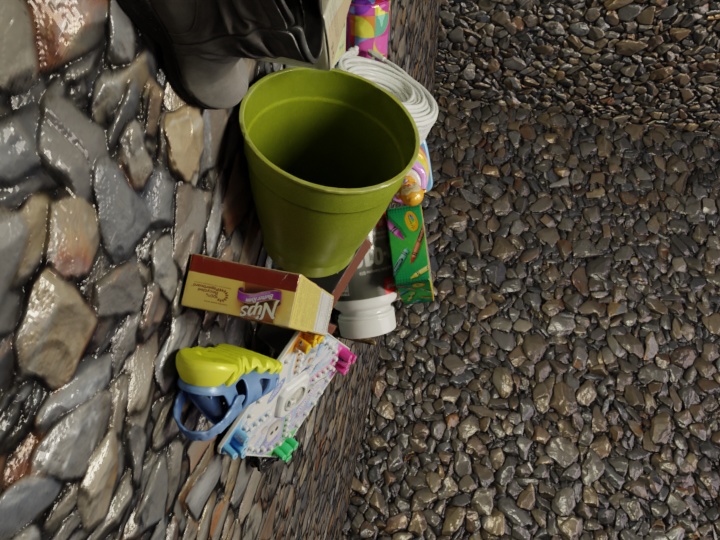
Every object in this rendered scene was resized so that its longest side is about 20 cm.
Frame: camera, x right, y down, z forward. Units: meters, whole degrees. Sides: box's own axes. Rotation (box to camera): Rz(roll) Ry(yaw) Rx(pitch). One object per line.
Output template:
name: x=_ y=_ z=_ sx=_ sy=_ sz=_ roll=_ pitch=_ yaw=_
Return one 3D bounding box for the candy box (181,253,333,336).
candy box: x=-0.104 y=0.033 z=0.651 sx=0.200 sy=0.114 sz=0.058 roll=59 pitch=43 yaw=-78

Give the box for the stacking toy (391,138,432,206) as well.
stacking toy: x=0.066 y=-0.141 z=0.900 sx=0.201 sy=0.114 sz=0.112 roll=-98 pitch=174 yaw=-67

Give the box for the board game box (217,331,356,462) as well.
board game box: x=-0.092 y=0.181 z=0.822 sx=0.202 sy=0.026 sz=0.200 roll=-56 pitch=157 yaw=-7

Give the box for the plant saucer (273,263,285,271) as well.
plant saucer: x=-0.094 y=0.022 z=0.931 sx=0.200 sy=0.049 sz=0.204 roll=10 pitch=90 yaw=-82

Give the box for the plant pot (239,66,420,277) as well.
plant pot: x=-0.050 y=-0.100 z=0.697 sx=0.194 sy=0.197 sz=0.203 roll=109 pitch=-2 yaw=-51

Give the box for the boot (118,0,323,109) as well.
boot: x=-0.089 y=-0.175 z=0.453 sx=0.200 sy=0.129 sz=0.071 roll=42 pitch=59 yaw=-80

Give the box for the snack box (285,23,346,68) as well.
snack box: x=-0.057 y=-0.334 z=0.800 sx=0.201 sy=0.036 sz=0.118 roll=-69 pitch=167 yaw=-52

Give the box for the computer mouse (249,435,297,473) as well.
computer mouse: x=-0.136 y=0.212 z=0.917 sx=0.140 sy=0.045 sz=0.204 roll=-14 pitch=115 yaw=-68

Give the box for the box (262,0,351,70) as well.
box: x=-0.054 y=-0.331 z=0.640 sx=0.078 sy=0.093 sz=0.203 roll=83 pitch=20 yaw=-67

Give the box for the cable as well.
cable: x=0.023 y=-0.266 z=0.905 sx=0.200 sy=0.199 sz=0.070 roll=-38 pitch=160 yaw=-50

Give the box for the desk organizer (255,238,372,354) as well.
desk organizer: x=-0.056 y=0.031 z=0.832 sx=0.202 sy=0.071 sz=0.077 roll=-58 pitch=154 yaw=-1

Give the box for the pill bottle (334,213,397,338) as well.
pill bottle: x=0.000 y=0.000 z=0.946 sx=0.114 sy=0.112 sz=0.204 roll=-40 pitch=122 yaw=-77

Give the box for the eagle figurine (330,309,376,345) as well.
eagle figurine: x=-0.020 y=0.029 z=1.082 sx=0.151 sy=0.149 sz=0.204 roll=58 pitch=42 yaw=-79

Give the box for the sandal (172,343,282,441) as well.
sandal: x=-0.147 y=0.130 z=0.636 sx=0.200 sy=0.078 sz=0.089 roll=21 pitch=83 yaw=-73

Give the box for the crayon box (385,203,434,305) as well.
crayon box: x=0.085 y=-0.020 z=0.963 sx=0.200 sy=0.057 sz=0.121 roll=54 pitch=29 yaw=-75

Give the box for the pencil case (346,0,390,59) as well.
pencil case: x=0.004 y=-0.384 z=1.024 sx=0.089 sy=0.087 sz=0.203 roll=-70 pitch=165 yaw=-49
